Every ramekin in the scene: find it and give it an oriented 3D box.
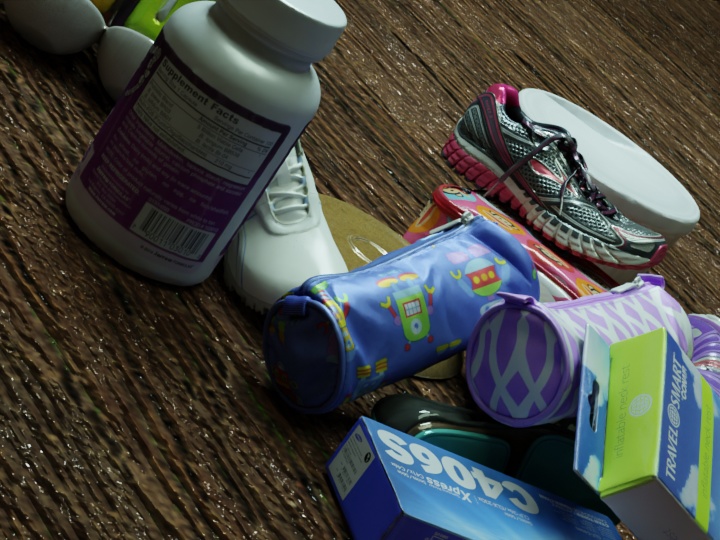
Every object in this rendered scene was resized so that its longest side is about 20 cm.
[{"bbox_3d":[0.200,-0.069,1.998,0.202,0.094,0.203,30,20,-12],"label":"ramekin"}]

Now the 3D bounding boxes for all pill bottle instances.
[{"bbox_3d":[-0.095,-0.099,1.409,0.112,0.200,0.112,31,19,-12],"label":"pill bottle"}]

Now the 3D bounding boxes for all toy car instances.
[{"bbox_3d":[-0.165,-0.208,1.671,0.200,0.175,0.150,34,-18,-1],"label":"toy car"}]

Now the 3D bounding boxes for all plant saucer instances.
[{"bbox_3d":[0.000,0.000,1.588,0.200,0.036,0.200,30,19,-12],"label":"plant saucer"}]

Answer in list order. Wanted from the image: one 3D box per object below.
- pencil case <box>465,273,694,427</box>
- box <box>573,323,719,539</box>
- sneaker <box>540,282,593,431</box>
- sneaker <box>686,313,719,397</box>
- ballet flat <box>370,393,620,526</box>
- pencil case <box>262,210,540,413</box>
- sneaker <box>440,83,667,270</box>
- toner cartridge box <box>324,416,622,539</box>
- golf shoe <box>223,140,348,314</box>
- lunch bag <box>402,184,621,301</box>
[{"bbox_3d":[0.146,0.050,1.435,0.084,0.086,0.200,15,13,30],"label":"pencil case"},{"bbox_3d":[0.204,0.130,1.369,0.200,0.047,0.122,48,36,-33],"label":"box"},{"bbox_3d":[0.118,0.083,1.533,0.080,0.072,0.200,6,41,-37],"label":"sneaker"},{"bbox_3d":[0.260,0.089,1.752,0.083,0.081,0.200,22,22,-17],"label":"sneaker"},{"bbox_3d":[0.088,0.115,1.418,0.199,0.068,0.068,21,14,-35],"label":"ballet flat"},{"bbox_3d":[0.028,0.023,1.406,0.200,0.087,0.078,-22,12,-41],"label":"pencil case"},{"bbox_3d":[0.154,-0.068,1.710,0.200,0.075,0.081,37,16,19],"label":"sneaker"},{"bbox_3d":[0.080,0.161,1.325,0.199,0.043,0.095,24,24,-29],"label":"toner cartridge box"},{"bbox_3d":[-0.060,-0.046,1.477,0.078,0.098,0.200,-11,39,-21],"label":"golf shoe"},{"bbox_3d":[0.140,0.018,1.722,0.200,0.082,0.176,40,15,22],"label":"lunch bag"}]
